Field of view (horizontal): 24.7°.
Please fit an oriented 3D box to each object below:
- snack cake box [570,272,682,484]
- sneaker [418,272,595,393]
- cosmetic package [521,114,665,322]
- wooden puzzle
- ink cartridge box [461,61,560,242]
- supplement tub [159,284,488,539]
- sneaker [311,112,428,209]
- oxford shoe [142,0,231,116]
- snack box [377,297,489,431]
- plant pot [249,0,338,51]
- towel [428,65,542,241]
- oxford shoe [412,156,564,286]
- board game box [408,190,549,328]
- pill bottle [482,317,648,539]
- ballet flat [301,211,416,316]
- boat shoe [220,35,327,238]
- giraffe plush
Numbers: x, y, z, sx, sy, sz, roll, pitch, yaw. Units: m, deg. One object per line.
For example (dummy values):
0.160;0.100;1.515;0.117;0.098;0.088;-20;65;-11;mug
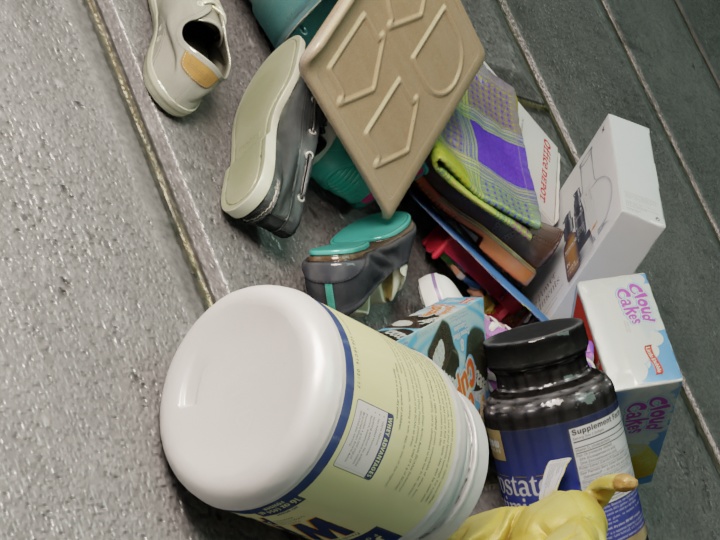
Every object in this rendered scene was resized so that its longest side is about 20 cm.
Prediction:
0.234;0.106;1.511;0.200;0.067;0.116;89;-9;-57;snack cake box
0.137;0.068;1.430;0.201;0.114;0.073;56;7;-14;sneaker
0.220;-0.028;1.597;0.051;0.200;0.151;20;39;-12;cosmetic package
0.021;-0.172;1.337;0.186;0.046;0.200;-59;143;-26;wooden puzzle
0.106;-0.132;1.631;0.200;0.083;0.147;47;29;-23;ink cartridge box
-0.019;0.106;1.089;0.200;0.145;0.146;29;39;-46;supplement tub
0.009;-0.126;1.447;0.121;0.083;0.201;42;38;-21;sneaker
-0.133;-0.202;1.311;0.075;0.058;0.201;38;31;-32;oxford shoe
0.052;0.095;1.296;0.200;0.037;0.117;-22;110;-64;snack box
-0.055;-0.319;1.441;0.196;0.200;0.200;51;26;3;plant pot
0.104;-0.131;1.499;0.143;0.023;0.201;33;34;-30;towel
0.105;-0.077;1.549;0.200;0.073;0.071;42;5;-11;oxford shoe
0.104;0.008;1.509;0.200;0.039;0.158;46;6;28;board game box
0.163;0.146;1.350;0.112;0.111;0.201;-25;102;-64;pill bottle
0.000;0.000;1.336;0.073;0.073;0.200;58;20;-1;ballet flat
-0.058;-0.105;1.315;0.066;0.074;0.200;37;36;-26;boat shoe
0.147;0.258;1.222;0.200;0.172;0.163;-38;109;-47;giraffe plush
